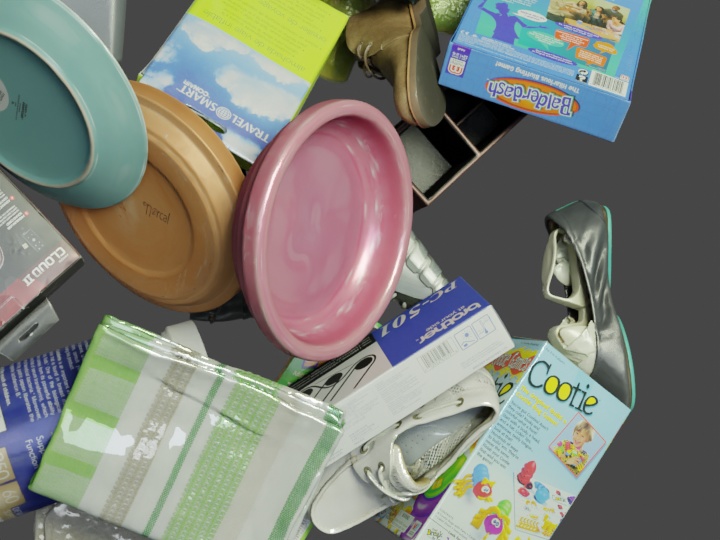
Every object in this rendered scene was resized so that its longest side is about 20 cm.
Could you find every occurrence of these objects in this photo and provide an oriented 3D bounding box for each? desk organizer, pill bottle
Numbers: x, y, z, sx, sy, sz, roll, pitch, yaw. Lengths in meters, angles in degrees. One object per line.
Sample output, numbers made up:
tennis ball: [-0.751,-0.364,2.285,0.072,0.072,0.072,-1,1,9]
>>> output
desk organizer: [0.097,-0.140,1.001,0.200,0.077,0.072,-43,96,-12]
pill bottle: [-0.215,0.114,0.895,0.199,0.116,0.116,-18,90,-13]

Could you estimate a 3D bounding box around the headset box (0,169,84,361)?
headset box: [-0.330,-0.016,0.899,0.149,0.075,0.200,-44,95,-11]

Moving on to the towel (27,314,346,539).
towel: [-0.126,0.137,0.831,0.200,0.031,0.150,23,95,-11]

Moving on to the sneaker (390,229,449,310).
sneaker: [0.000,0.000,0.982,0.115,0.075,0.200,-35,95,2]

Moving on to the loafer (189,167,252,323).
loafer: [-0.128,-0.053,0.951,0.072,0.073,0.201,-12,87,-8]

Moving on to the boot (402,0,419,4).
boot: [0.010,-0.311,0.990,0.162,0.073,0.198,26,44,14]

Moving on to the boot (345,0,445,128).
boot: [0.029,-0.174,0.947,0.075,0.200,0.074,-13,125,9]

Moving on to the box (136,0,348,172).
box: [-0.100,-0.168,0.930,0.122,0.048,0.200,29,53,-6]

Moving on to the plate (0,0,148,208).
plate: [-0.246,-0.123,0.831,0.200,0.200,0.026,42,49,-6]

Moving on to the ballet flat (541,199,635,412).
ballet flat: [0.199,0.035,1.017,0.073,0.073,0.201,-3,81,-13]

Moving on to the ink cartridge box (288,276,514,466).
ink cartridge box: [0.019,0.084,0.906,0.200,0.094,0.044,-32,107,-2]

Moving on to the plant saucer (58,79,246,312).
plant saucer: [-0.169,-0.051,0.882,0.200,0.200,0.032,48,46,-5]

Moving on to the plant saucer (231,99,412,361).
plant saucer: [-0.032,-0.032,0.865,0.051,0.200,0.201,12,81,33]

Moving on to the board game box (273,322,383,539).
board game box: [-0.039,0.129,0.969,0.095,0.030,0.200,34,89,-8]

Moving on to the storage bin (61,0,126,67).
storage bin: [-0.271,-0.233,0.904,0.199,0.146,0.135,-2,96,-12]

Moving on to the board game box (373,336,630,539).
board game box: [0.120,0.168,0.967,0.105,0.103,0.200,38,80,-14]

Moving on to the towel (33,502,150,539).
towel: [-0.170,0.249,0.927,0.199,0.034,0.133,4,94,-9]

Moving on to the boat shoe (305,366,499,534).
boat shoe: [0.031,0.154,0.916,0.200,0.069,0.071,-43,114,12]

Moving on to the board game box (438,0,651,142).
board game box: [0.164,-0.202,0.964,0.152,0.045,0.200,20,43,5]
